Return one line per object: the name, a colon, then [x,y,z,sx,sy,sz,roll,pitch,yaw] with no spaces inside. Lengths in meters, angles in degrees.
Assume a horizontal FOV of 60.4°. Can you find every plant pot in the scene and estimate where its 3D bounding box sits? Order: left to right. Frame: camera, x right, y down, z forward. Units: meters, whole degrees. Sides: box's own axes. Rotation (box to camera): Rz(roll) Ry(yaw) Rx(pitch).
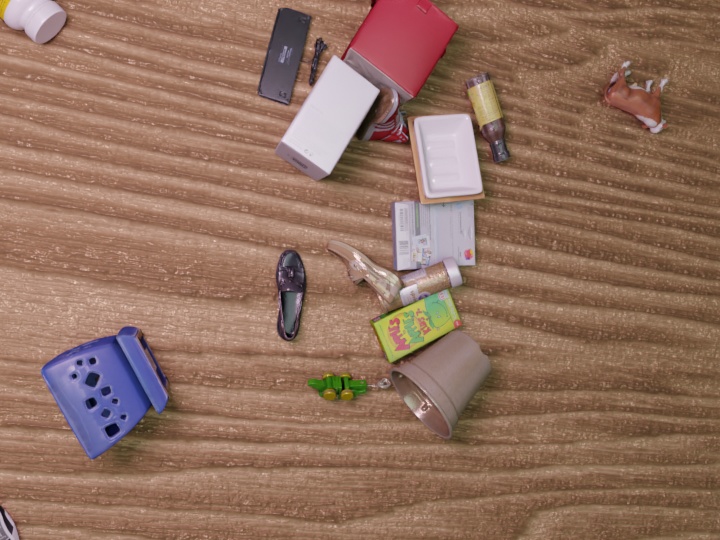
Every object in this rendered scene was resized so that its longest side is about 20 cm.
plant pot: [-0.498,0.227,1.252,0.177,0.199,0.204,-28,99,-15]
plant pot: [0.197,0.246,1.426,0.183,0.200,0.202,-40,101,-19]

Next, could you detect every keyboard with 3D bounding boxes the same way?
keyboard: [-0.146,-0.467,1.369,0.124,0.021,0.205,15,91,-7]

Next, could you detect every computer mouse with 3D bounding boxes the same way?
computer mouse: [-0.751,0.555,1.296,0.107,0.044,0.204,-22,104,-6]

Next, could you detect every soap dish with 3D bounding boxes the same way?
soap dish: [0.190,-0.251,1.410,0.153,0.081,0.206,-6,81,-12]

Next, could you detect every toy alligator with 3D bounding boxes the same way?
toy alligator: [-0.029,0.275,1.435,0.194,0.060,0.055,4,135,-14]

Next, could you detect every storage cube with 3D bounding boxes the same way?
storage cube: [0.076,-0.483,1.340,0.198,0.171,0.182,34,87,-13]

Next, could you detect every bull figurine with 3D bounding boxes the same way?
bull figurine: [0.698,-0.428,1.541,0.196,0.065,0.124,19,86,-16]

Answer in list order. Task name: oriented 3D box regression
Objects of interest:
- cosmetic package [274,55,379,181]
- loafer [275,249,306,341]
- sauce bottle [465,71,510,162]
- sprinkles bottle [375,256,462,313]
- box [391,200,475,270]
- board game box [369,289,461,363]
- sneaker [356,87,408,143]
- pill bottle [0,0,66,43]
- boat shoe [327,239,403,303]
cosmetic package: [-0.075,-0.310,1.303,0.121,0.199,0.203,31,88,-12]
loafer: [-0.154,0.057,1.382,0.070,0.063,0.206,1,94,-13]
sauce bottle: [0.303,-0.357,1.455,0.063,0.065,0.205,-20,97,-10]
sprinkles bottle: [0.133,0.034,1.423,0.196,0.068,0.070,-21,98,4]
box: [0.172,-0.086,1.458,0.194,0.041,0.161,-4,96,-11]
board game box: [0.131,0.124,1.460,0.196,0.048,0.104,-26,100,-10]
sneaker: [0.072,-0.334,1.341,0.110,0.199,0.073,1,81,-19]
pill bottle: [-0.676,-0.545,1.194,0.200,0.112,0.113,45,84,-12]
boat shoe: [0.000,0.000,1.382,0.197,0.071,0.065,32,84,14]
